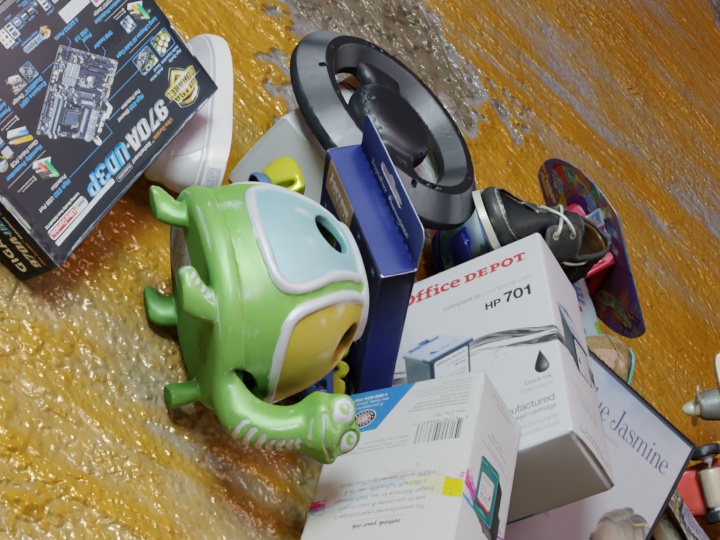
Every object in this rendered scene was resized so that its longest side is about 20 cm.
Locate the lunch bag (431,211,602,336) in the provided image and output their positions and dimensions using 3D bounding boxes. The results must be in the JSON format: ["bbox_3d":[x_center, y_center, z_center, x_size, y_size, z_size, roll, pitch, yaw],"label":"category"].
[{"bbox_3d":[0.146,0.040,1.151,0.160,0.082,0.202,23,41,-39],"label":"lunch bag"}]

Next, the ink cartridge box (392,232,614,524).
[{"bbox_3d":[0.101,0.089,0.965,0.086,0.145,0.202,50,26,-39],"label":"ink cartridge box"}]

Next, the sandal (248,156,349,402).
[{"bbox_3d":[-0.065,0.018,0.923,0.086,0.080,0.202,-13,70,-17],"label":"sandal"}]

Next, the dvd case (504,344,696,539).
[{"bbox_3d":[0.176,0.183,0.992,0.142,0.017,0.201,39,70,-18],"label":"dvd case"}]

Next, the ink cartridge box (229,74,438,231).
[{"bbox_3d":[-0.001,-0.081,1.081,0.146,0.084,0.200,49,31,-1],"label":"ink cartridge box"}]

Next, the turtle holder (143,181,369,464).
[{"bbox_3d":[-0.060,0.022,0.804,0.130,0.143,0.186,-6,26,-20],"label":"turtle holder"}]

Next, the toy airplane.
[{"bbox_3d":[0.388,0.209,1.235,0.198,0.141,0.201,36,65,-1],"label":"toy airplane"}]

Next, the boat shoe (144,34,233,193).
[{"bbox_3d":[-0.140,-0.125,0.970,0.068,0.072,0.202,12,41,-17],"label":"boat shoe"}]

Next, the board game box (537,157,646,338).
[{"bbox_3d":[0.218,-0.015,1.269,0.158,0.039,0.202,43,-25,60],"label":"board game box"}]

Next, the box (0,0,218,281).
[{"bbox_3d":[-0.200,-0.120,0.812,0.160,0.046,0.201,52,48,-23],"label":"box"}]

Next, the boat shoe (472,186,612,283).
[{"bbox_3d":[0.154,-0.036,1.066,0.199,0.067,0.073,23,44,-56],"label":"boat shoe"}]

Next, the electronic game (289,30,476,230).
[{"bbox_3d":[0.022,-0.116,1.024,0.199,0.042,0.201,33,33,-25],"label":"electronic game"}]

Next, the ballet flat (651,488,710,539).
[{"bbox_3d":[0.254,0.211,1.132,0.202,0.072,0.072,57,32,12],"label":"ballet flat"}]

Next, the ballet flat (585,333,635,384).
[{"bbox_3d":[0.175,0.149,1.039,0.071,0.068,0.203,14,86,-19],"label":"ballet flat"}]

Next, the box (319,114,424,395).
[{"bbox_3d":[0.000,0.000,0.899,0.032,0.201,0.122,-10,51,-17],"label":"box"}]

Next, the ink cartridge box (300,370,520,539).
[{"bbox_3d":[0.028,0.168,0.807,0.068,0.115,0.201,56,35,-33],"label":"ink cartridge box"}]
